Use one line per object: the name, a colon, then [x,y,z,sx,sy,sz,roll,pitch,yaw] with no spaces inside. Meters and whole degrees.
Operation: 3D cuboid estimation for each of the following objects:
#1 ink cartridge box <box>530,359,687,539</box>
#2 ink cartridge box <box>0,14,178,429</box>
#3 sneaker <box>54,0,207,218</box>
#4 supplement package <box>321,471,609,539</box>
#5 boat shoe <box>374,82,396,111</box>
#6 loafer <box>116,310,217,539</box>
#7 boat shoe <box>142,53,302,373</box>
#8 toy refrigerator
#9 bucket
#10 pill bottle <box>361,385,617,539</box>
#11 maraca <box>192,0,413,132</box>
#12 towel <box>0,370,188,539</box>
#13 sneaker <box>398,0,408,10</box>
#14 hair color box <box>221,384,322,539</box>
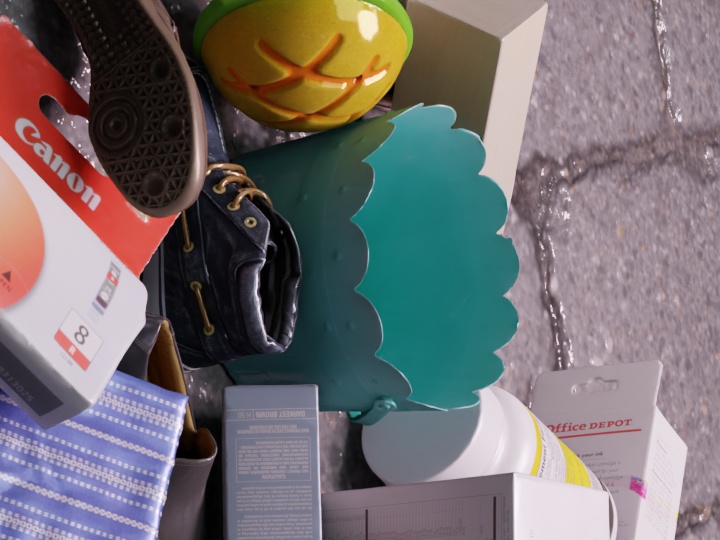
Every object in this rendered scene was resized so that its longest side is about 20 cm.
ink cartridge box: [0.180,0.173,1.812,0.068,0.115,0.200,49,44,-43]
ink cartridge box: [-0.172,-0.036,1.293,0.162,0.050,0.200,47,44,-19]
sneaker: [-0.122,-0.118,1.376,0.076,0.070,0.200,23,43,-61]
supplement package: [0.045,0.195,1.492,0.110,0.200,0.114,17,69,-50]
boat shoe: [-0.001,-0.140,1.632,0.200,0.072,0.060,-2,82,-65]
loafer: [-0.117,0.113,1.373,0.073,0.072,0.200,-53,128,-52]
boat shoe: [-0.084,-0.040,1.446,0.071,0.091,0.200,9,75,-58]
toy refrigerator: [0.069,-0.104,1.634,0.070,0.076,0.200,-41,149,-43]
bucket: [0.000,0.000,1.533,0.207,0.135,0.207,18,68,-56]
pill bottle: [0.090,0.149,1.670,0.200,0.114,0.114,44,48,-46]
maraca: [-0.037,-0.151,1.455,0.200,0.137,0.107,82,1,-68]
towel: [-0.173,0.130,1.260,0.145,0.024,0.200,23,59,-21]
sneaker: [0.024,-0.211,1.605,0.200,0.081,0.077,-61,176,-75]
hair color box: [-0.052,0.176,1.431,0.099,0.061,0.200,98,-9,-76]
